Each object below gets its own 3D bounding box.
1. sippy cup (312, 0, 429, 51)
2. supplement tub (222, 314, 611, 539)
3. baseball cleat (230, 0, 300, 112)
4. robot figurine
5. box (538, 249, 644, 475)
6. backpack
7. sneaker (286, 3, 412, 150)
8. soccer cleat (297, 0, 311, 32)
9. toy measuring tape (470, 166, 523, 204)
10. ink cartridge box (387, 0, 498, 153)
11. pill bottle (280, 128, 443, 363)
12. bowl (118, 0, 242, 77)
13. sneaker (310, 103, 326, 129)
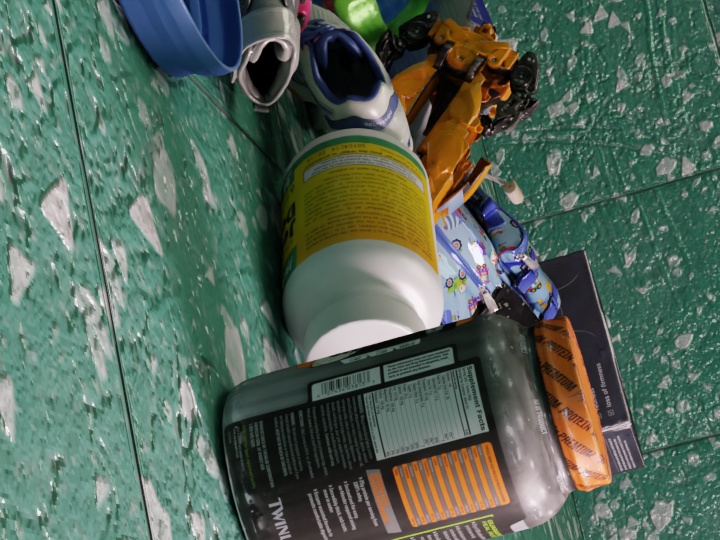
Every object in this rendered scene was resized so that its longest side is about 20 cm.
[{"bbox_3d":[-0.026,-0.264,1.445,0.140,0.177,0.130,-54,131,-23],"label":"sippy cup"},{"bbox_3d":[0.033,0.097,0.948,0.123,0.199,0.123,-15,90,-81],"label":"supplement tub"},{"bbox_3d":[-0.060,-0.205,1.140,0.107,0.069,0.201,-109,-165,-58],"label":"baseball cleat"},{"bbox_3d":[0.055,-0.120,1.351,0.200,0.145,0.058,-55,160,-25],"label":"robot figurine"},{"bbox_3d":[0.161,0.113,1.688,0.124,0.196,0.201,61,16,-59],"label":"box"},{"bbox_3d":[0.059,-0.021,1.430,0.183,0.134,0.200,49,-3,45],"label":"backpack"},{"bbox_3d":[-0.018,-0.164,1.301,0.200,0.075,0.088,53,-14,38],"label":"sneaker"},{"bbox_3d":[-0.084,-0.257,1.231,0.200,0.070,0.087,65,15,-45],"label":"soccer cleat"},{"bbox_3d":[0.055,-0.082,1.557,0.073,0.200,0.074,-31,134,-38],"label":"toy measuring tape"},{"bbox_3d":[0.068,-0.232,1.505,0.198,0.047,0.200,-104,-148,-45],"label":"ink cartridge box"},{"bbox_3d":[0.000,0.000,1.184,0.200,0.112,0.113,-94,165,-50],"label":"pill bottle"},{"bbox_3d":[-0.124,-0.213,1.025,0.201,0.039,0.202,-15,90,-81],"label":"bowl"},{"bbox_3d":[-0.020,-0.178,1.503,0.200,0.074,0.082,-114,-175,-75],"label":"sneaker"}]
